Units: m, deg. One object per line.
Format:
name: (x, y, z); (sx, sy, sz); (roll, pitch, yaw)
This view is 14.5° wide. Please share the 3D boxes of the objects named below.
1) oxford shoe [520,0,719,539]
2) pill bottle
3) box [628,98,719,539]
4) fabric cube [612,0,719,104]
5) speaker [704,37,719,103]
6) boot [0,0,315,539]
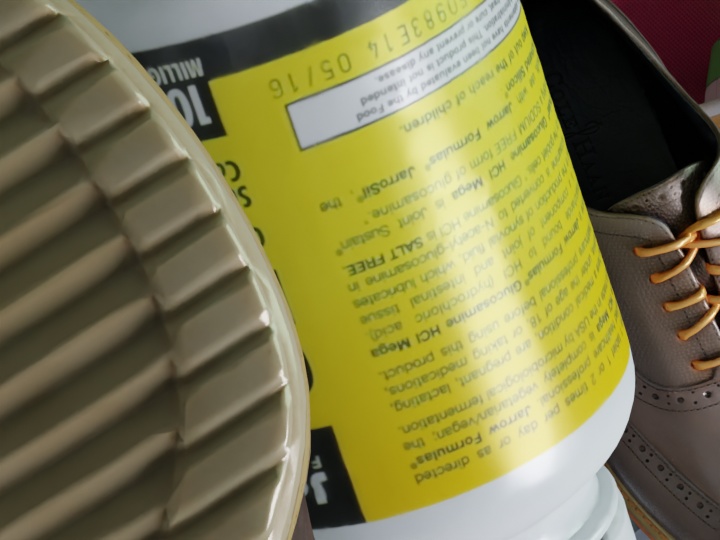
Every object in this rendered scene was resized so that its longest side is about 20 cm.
oxford shoe: (0.082, 0.010, 0.741); (0.200, 0.071, 0.073); (59, -6, 15)
pill bottle: (0.000, 0.000, 0.683); (0.112, 0.112, 0.200); (-99, 170, -70)
box: (0.060, 0.077, 0.818); (0.097, 0.176, 0.200); (63, 10, -75)
fabric cube: (0.036, -0.156, 1.030); (0.200, 0.199, 0.196); (-101, -166, -58)
speaker: (0.164, 0.018, 0.934); (0.088, 0.088, 0.200); (52, 32, -80)
boot: (-0.045, 0.044, 0.453); (0.166, 0.072, 0.200); (-148, -143, -77)
